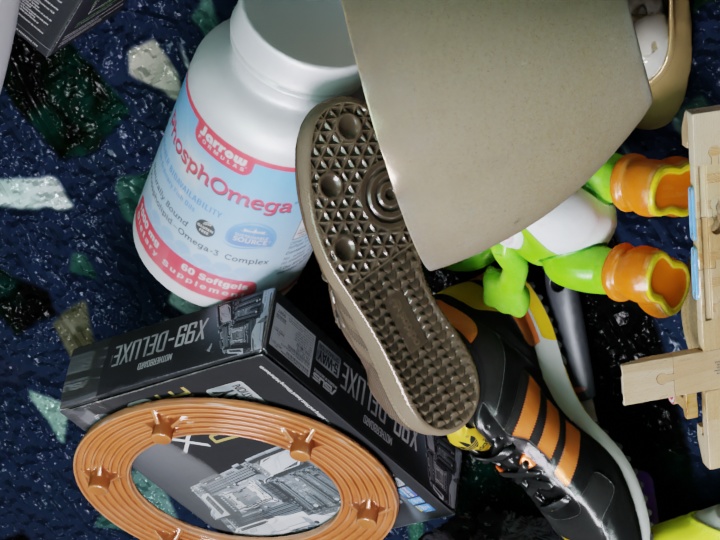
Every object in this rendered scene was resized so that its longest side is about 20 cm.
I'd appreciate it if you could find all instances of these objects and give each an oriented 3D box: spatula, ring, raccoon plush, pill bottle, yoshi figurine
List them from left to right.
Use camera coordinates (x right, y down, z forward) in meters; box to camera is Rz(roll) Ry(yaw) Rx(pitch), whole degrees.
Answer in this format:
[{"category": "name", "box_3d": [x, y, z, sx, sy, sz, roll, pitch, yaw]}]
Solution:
[{"category": "ring", "box_3d": [-0.076, 0.137, 1.647, 0.200, 0.019, 0.200, 6, 147, 4]}, {"category": "pill bottle", "box_3d": [-0.056, -0.076, 1.556, 0.109, 0.109, 0.200, 33, 136, 8]}, {"category": "raccoon plush", "box_3d": [0.081, 0.238, 1.633, 0.097, 0.200, 0.134, -3, 115, -1]}, {"category": "yoshi figurine", "box_3d": [0.097, -0.030, 1.530, 0.200, 0.112, 0.112, 9, 136, 32]}, {"category": "spatula", "box_3d": [0.138, 0.088, 1.615, 0.056, 0.021, 0.200, -3, 113, 30]}]

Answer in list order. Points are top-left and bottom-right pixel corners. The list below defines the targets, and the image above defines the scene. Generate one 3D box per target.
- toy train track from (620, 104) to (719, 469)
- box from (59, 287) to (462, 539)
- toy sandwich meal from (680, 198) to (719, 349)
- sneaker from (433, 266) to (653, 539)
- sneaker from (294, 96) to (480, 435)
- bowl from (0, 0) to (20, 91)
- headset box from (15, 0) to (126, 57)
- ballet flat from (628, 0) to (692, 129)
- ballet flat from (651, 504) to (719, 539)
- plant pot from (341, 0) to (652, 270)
[{"category": "toy train track", "box_3d": [0.187, 0.007, 1.450, 0.115, 0.033, 0.200, -9, 110, -12]}, {"category": "box", "box_3d": [-0.058, 0.097, 1.646, 0.158, 0.050, 0.200, -17, 138, 32]}, {"category": "toy sandwich meal", "box_3d": [0.265, 0.019, 1.489, 0.205, 0.070, 0.205, 13, 124, 21]}, {"category": "sneaker", "box_3d": [0.090, 0.100, 1.574, 0.070, 0.090, 0.200, -36, 78, 52]}, {"category": "sneaker", "box_3d": [0.000, 0.000, 1.503, 0.076, 0.070, 0.200, 8, 120, 61]}, {"category": "bowl", "box_3d": [-0.273, -0.181, 1.540, 0.200, 0.075, 0.200, 26, 127, 15]}, {"category": "headset box", "box_3d": [-0.180, -0.259, 1.554, 0.174, 0.093, 0.200, 39, 126, 5]}, {"category": "ballet flat", "box_3d": [0.140, -0.161, 1.460, 0.069, 0.063, 0.200, 7, 118, 24]}, {"category": "ballet flat", "box_3d": [0.255, 0.161, 1.576, 0.200, 0.067, 0.067, 13, 99, 18]}, {"category": "plant pot", "box_3d": [0.074, -0.113, 1.390, 0.134, 0.200, 0.200, -15, 109, 7]}]
